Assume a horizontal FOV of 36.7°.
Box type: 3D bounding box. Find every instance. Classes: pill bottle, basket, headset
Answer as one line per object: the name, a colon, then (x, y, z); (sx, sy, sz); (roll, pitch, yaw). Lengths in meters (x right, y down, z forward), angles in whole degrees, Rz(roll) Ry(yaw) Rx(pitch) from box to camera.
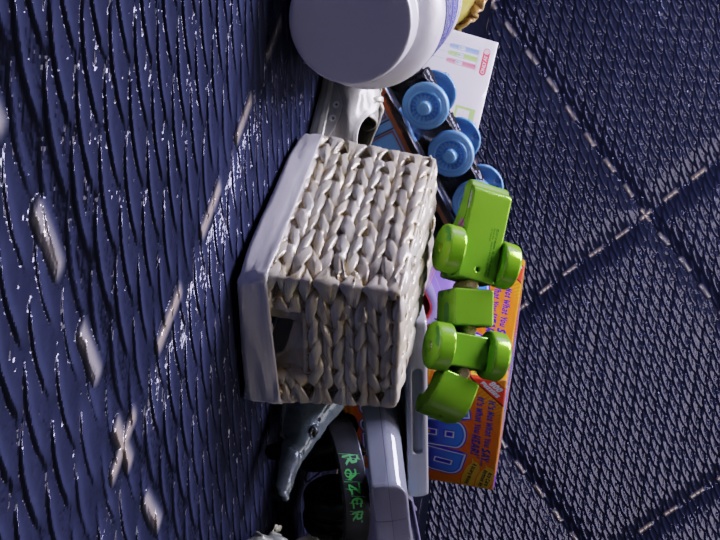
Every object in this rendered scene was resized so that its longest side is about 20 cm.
pill bottle: (0.012, -0.207, 0.847); (0.200, 0.119, 0.121); (-61, 157, -67)
basket: (-0.012, 0.001, 0.866); (0.201, 0.122, 0.136); (-71, 166, -49)
headset: (-0.015, 0.194, 1.051); (0.200, 0.093, 0.125); (172, -89, -75)

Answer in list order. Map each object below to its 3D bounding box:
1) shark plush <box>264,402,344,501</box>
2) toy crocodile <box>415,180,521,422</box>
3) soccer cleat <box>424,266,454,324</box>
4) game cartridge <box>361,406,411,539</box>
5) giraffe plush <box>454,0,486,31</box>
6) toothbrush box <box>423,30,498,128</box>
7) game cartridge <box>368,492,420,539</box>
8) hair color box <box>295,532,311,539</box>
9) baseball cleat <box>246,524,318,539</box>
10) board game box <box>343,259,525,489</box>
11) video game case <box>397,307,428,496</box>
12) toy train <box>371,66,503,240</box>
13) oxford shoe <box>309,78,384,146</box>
shark plush: (-0.036, 0.102, 0.944); (0.091, 0.083, 0.200); (55, 49, -16)
toy crocodile: (0.087, 0.026, 0.902); (0.062, 0.067, 0.202); (170, -71, -71)
soccer cleat: (0.066, -0.029, 1.183); (0.076, 0.067, 0.201); (-31, 125, -25)
game cartridge: (0.027, 0.212, 1.048); (0.201, 0.040, 0.134); (83, 4, -52)
giraffe plush: (0.112, -0.365, 1.284); (0.163, 0.171, 0.201); (-59, -134, 34)
toothbrush box: (0.092, -0.188, 1.318); (0.200, 0.085, 0.147); (117, -13, -80)
game cartridge: (0.018, 0.344, 1.213); (0.129, 0.038, 0.201); (-40, -143, 25)
hair color box: (-0.023, 0.313, 1.069); (0.064, 0.111, 0.200); (-50, 168, -1)
baseball cleat: (-0.082, 0.266, 0.876); (0.200, 0.069, 0.107); (35, 70, -69)
board game box: (0.084, 0.112, 1.323); (0.201, 0.198, 0.201); (-72, 167, -45)
video game case: (0.047, 0.089, 1.069); (0.200, 0.023, 0.184); (-97, -176, -67)
toy train: (0.063, -0.108, 1.077); (0.201, 0.114, 0.087); (61, 21, -13)
oxford shoe: (-0.005, -0.165, 0.984); (0.075, 0.057, 0.202); (71, 27, -66)
